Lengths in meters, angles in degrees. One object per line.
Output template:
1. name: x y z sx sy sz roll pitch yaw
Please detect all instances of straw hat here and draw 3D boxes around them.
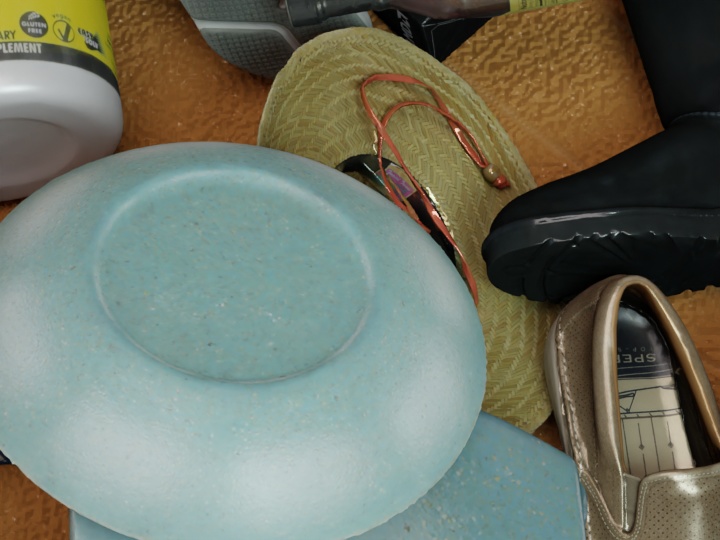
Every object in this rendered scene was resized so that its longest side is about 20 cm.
1. straw hat: 0.000 0.000 1.050 0.085 0.201 0.201 -30 61 38

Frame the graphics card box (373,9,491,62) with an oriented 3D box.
1. graphics card box: 0.012 -0.207 1.155 0.125 0.051 0.200 -41 69 -8

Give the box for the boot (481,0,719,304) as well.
1. boot: 0.141 -0.075 1.064 0.198 0.073 0.163 -6 67 -6

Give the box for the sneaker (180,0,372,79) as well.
1. sneaker: -0.072 -0.159 1.098 0.070 0.200 0.080 -38 31 37

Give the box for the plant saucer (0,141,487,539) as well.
1. plant saucer: -0.048 0.013 0.888 0.201 0.039 0.201 6 48 -7

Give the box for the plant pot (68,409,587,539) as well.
1. plant pot: -0.010 0.148 0.947 0.200 0.196 0.197 -4 68 -4

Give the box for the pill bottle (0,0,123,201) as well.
1. pill bottle: -0.179 -0.143 1.123 0.112 0.112 0.200 -13 67 3

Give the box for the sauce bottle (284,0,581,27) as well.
1. sauce bottle: 0.064 -0.144 1.043 0.200 0.066 0.066 -8 68 4

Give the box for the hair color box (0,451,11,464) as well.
1. hair color box: -0.255 0.042 1.090 0.200 0.061 0.100 -5 68 6

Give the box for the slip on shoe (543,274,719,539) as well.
1. slip on shoe: 0.129 0.097 0.996 0.076 0.061 0.200 -4 70 -18
